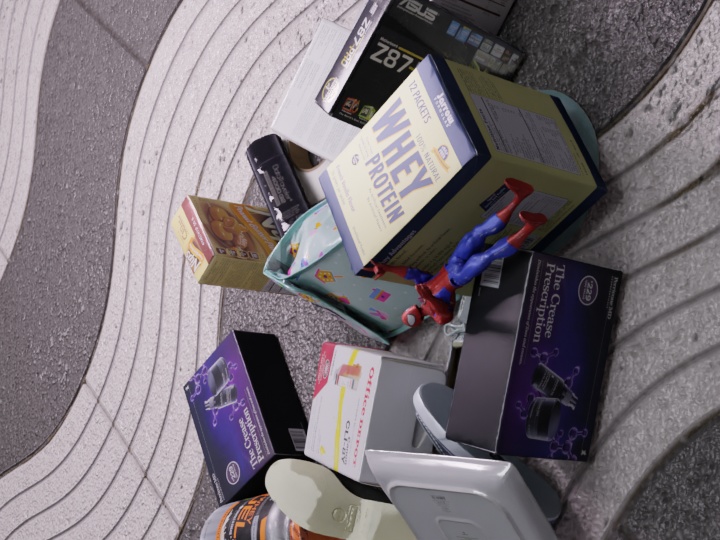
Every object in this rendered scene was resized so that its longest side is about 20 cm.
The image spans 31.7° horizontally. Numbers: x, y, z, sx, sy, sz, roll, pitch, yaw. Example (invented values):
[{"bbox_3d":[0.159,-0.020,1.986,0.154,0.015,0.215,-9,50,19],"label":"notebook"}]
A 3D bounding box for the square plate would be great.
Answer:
[{"bbox_3d":[0.114,0.267,1.308,0.200,0.198,0.028,-3,39,43],"label":"square plate"}]

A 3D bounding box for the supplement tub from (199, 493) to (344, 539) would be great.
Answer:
[{"bbox_3d":[-0.101,0.339,1.585,0.200,0.122,0.123,-23,65,44],"label":"supplement tub"}]

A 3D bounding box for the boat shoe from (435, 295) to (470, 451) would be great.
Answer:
[{"bbox_3d":[0.124,0.108,1.417,0.074,0.065,0.203,8,88,50],"label":"boat shoe"}]

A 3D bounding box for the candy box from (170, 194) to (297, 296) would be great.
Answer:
[{"bbox_3d":[-0.134,-0.029,1.642,0.055,0.199,0.116,-55,46,30],"label":"candy box"}]

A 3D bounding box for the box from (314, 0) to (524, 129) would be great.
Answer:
[{"bbox_3d":[0.069,-0.220,1.440,0.162,0.200,0.049,-60,37,14],"label":"box"}]

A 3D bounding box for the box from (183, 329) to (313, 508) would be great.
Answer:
[{"bbox_3d":[-0.152,0.203,1.711,0.141,0.079,0.200,-49,49,34],"label":"box"}]

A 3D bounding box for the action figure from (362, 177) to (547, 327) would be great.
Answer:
[{"bbox_3d":[0.081,-0.009,1.232,0.200,0.099,0.065,-52,42,38],"label":"action figure"}]

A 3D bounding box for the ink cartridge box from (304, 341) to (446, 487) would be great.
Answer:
[{"bbox_3d":[0.012,0.165,1.475,0.200,0.083,0.146,-176,96,-69],"label":"ink cartridge box"}]

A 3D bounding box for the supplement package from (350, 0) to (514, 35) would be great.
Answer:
[{"bbox_3d":[0.101,-0.338,1.497,0.121,0.119,0.200,46,116,45],"label":"supplement package"}]

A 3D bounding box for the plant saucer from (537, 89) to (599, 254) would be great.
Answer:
[{"bbox_3d":[0.177,-0.108,1.422,0.201,0.039,0.202,-13,72,48],"label":"plant saucer"}]

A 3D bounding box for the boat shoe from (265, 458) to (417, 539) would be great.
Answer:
[{"bbox_3d":[-0.016,0.277,1.479,0.201,0.063,0.074,19,88,16],"label":"boat shoe"}]

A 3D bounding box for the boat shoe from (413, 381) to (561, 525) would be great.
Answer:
[{"bbox_3d":[0.115,0.216,1.354,0.200,0.071,0.091,46,127,15],"label":"boat shoe"}]

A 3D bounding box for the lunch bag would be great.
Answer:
[{"bbox_3d":[0.000,0.000,1.495,0.200,0.170,0.122,-34,36,43],"label":"lunch bag"}]

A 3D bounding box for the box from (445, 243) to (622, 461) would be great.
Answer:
[{"bbox_3d":[0.178,0.085,1.289,0.079,0.141,0.201,10,90,49],"label":"box"}]

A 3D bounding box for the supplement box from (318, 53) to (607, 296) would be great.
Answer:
[{"bbox_3d":[0.104,-0.090,1.319,0.200,0.199,0.135,-46,51,33],"label":"supplement box"}]

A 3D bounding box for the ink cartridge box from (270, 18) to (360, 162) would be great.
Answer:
[{"bbox_3d":[0.002,-0.206,1.606,0.200,0.050,0.161,29,97,21],"label":"ink cartridge box"}]

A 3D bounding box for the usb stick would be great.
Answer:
[{"bbox_3d":[-0.105,-0.109,1.679,0.055,0.033,0.200,-29,48,5],"label":"usb stick"}]

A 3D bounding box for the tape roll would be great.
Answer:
[{"bbox_3d":[-0.052,-0.182,1.707,0.202,0.037,0.204,-13,73,47],"label":"tape roll"}]
